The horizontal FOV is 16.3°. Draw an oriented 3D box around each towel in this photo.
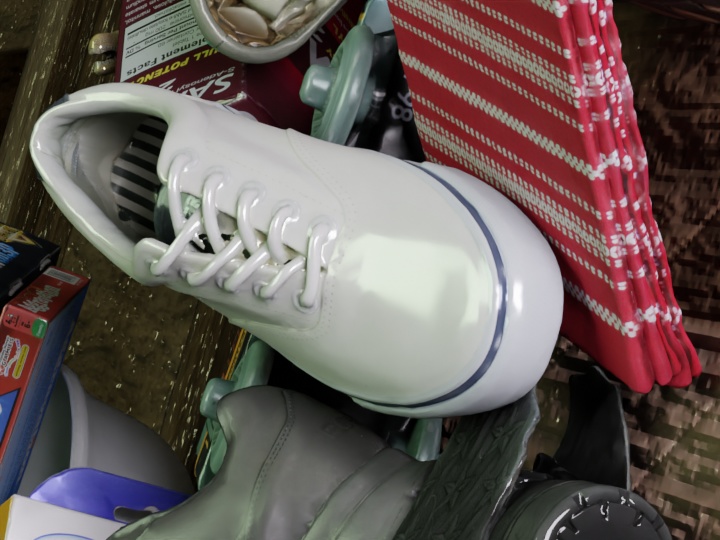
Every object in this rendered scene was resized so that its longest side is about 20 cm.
[{"bbox_3d":[0.036,-0.074,0.678,0.145,0.022,0.201,-142,35,-63],"label":"towel"}]

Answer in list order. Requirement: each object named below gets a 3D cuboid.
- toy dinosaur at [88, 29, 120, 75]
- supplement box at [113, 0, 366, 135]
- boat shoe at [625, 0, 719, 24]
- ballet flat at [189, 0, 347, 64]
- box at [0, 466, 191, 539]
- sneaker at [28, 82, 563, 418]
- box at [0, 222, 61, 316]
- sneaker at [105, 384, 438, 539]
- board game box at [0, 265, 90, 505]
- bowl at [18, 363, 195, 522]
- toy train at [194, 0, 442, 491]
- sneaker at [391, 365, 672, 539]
[{"bbox_3d":[-0.046,-0.054,1.026,0.200,0.058,0.102,17,-111,-72],"label":"toy dinosaur"},{"bbox_3d":[-0.038,-0.093,0.955,0.061,0.109,0.201,-21,45,22],"label":"supplement box"},{"bbox_3d":[0.071,-0.119,0.733,0.072,0.075,0.200,-69,20,4],"label":"boat shoe"},{"bbox_3d":[0.013,-0.148,0.814,0.200,0.067,0.064,-52,10,15],"label":"ballet flat"},{"bbox_3d":[-0.083,0.166,0.856,0.041,0.119,0.201,146,137,-62],"label":"box"},{"bbox_3d":[-0.027,-0.006,0.718,0.200,0.071,0.073,20,100,49],"label":"sneaker"},{"bbox_3d":[-0.177,0.084,0.967,0.159,0.046,0.201,-74,4,-82],"label":"box"},{"bbox_3d":[-0.053,0.125,0.753,0.200,0.091,0.076,-55,-23,-4],"label":"sneaker"},{"bbox_3d":[-0.147,0.100,0.933,0.103,0.019,0.201,-69,-1,-82],"label":"board game box"},{"bbox_3d":[-0.109,0.145,0.998,0.201,0.090,0.202,-162,90,-72],"label":"bowl"},{"bbox_3d":[0.000,0.000,0.831,0.114,0.085,0.201,-136,64,-81],"label":"toy train"},{"bbox_3d":[0.031,0.116,0.668,0.201,0.060,0.104,-69,19,-5],"label":"sneaker"}]
